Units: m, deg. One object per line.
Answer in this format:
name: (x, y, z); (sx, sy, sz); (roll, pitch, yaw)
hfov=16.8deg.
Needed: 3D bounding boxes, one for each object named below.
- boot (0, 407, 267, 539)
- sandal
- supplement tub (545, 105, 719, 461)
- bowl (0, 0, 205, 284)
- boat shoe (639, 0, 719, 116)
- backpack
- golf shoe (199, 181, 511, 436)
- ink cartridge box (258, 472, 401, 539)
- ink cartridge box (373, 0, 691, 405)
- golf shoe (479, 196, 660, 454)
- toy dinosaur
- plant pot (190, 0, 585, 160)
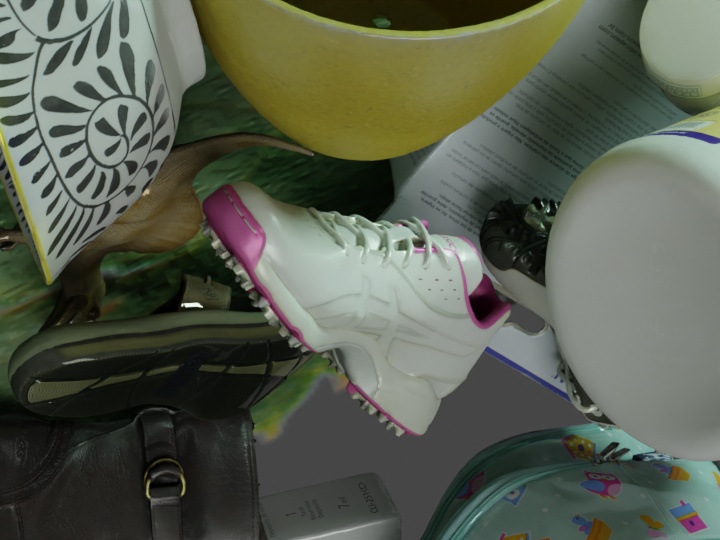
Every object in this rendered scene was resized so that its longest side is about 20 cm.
boot: (-0.126, 0.152, 1.203); (0.173, 0.069, 0.202); (4, 86, -19)
sandal: (-0.085, 0.029, 1.159); (0.200, 0.058, 0.080); (3, 143, -50)
supplement tub: (0.195, -0.010, 1.114); (0.199, 0.145, 0.146); (-21, 133, -43)
bowl: (-0.122, -0.105, 0.997); (0.094, 0.201, 0.202); (-22, 127, -9)
boat shoe: (0.198, -0.161, 1.137); (0.201, 0.072, 0.069); (-64, 161, -9)
backpack: (0.108, 0.174, 1.279); (0.199, 0.153, 0.177); (-5, 130, -48)
golf shoe: (0.000, 0.000, 1.105); (0.091, 0.075, 0.200); (-41, 144, 5)
ink cartridge box: (-0.066, 0.215, 1.322); (0.175, 0.045, 0.201); (-11, 125, -14)
ink cartridge box: (0.115, -0.044, 1.216); (0.196, 0.043, 0.200); (31, 110, -34)
golf shoe: (0.123, 0.036, 1.205); (0.199, 0.077, 0.088); (29, 120, -32)
toy dinosaur: (-0.111, -0.038, 1.122); (0.101, 0.059, 0.200); (22, 138, -29)
plant pot: (0.004, -0.130, 1.047); (0.198, 0.201, 0.142); (-8, 146, -14)
